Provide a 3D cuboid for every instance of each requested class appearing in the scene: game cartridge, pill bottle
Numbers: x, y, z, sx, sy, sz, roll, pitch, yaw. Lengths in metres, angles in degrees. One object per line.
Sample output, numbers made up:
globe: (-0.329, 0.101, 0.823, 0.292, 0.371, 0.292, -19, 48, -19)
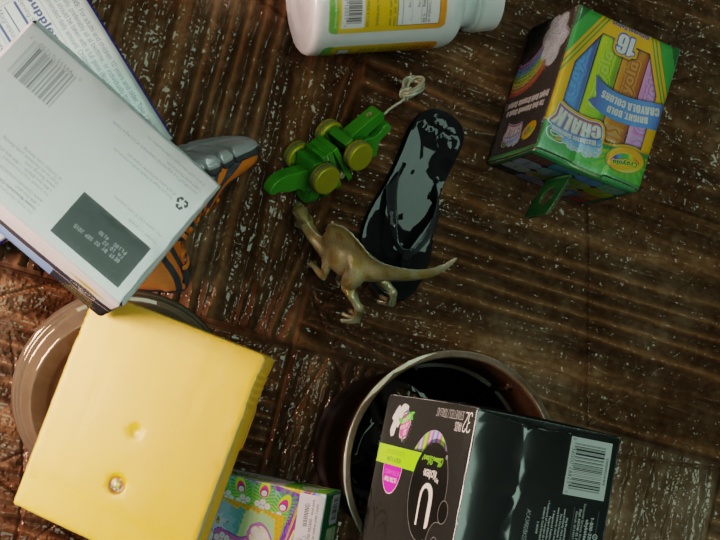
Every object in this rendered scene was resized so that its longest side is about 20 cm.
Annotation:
game cartridge: (-0.185, 0.138, 1.151, 0.176, 0.032, 0.201, 20, 86, 19)
pill bottle: (0.035, -0.271, 1.318, 0.199, 0.111, 0.112, -6, 89, -18)

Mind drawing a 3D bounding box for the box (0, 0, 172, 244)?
box: (-0.304, -0.141, 1.210, 0.200, 0.105, 0.184, -33, 97, -15)

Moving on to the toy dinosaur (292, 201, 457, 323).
toy dinosaur: (0.000, 0.000, 1.279, 0.058, 0.200, 0.101, -42, 140, -31)

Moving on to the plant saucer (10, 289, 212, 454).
plant saucer: (-0.217, 0.116, 1.234, 0.199, 0.029, 0.201, -5, 108, -15)

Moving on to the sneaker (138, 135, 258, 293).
sneaker: (-0.172, -0.048, 1.270, 0.200, 0.077, 0.112, -30, 117, -29)

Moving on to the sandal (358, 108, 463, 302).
sandal: (0.050, -0.069, 1.348, 0.076, 0.043, 0.201, 18, 82, -16)

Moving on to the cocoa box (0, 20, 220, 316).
cocoa box: (-0.239, -0.076, 1.100, 0.200, 0.131, 0.133, 41, 74, -9)

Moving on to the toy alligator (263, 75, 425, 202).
toy alligator: (-0.009, -0.120, 1.331, 0.200, 0.059, 0.054, -36, 140, -18)

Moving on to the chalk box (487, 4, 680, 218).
chalk box: (0.218, -0.143, 1.363, 0.124, 0.125, 0.201, 20, 83, -15)

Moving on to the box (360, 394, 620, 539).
box: (0.094, 0.183, 1.062, 0.124, 0.200, 0.149, 13, 83, -17)

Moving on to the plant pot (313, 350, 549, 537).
plant pot: (0.052, 0.172, 1.257, 0.199, 0.198, 0.201, 1, 88, -17)

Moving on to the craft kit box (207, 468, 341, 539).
craft kit box: (-0.127, 0.268, 1.159, 0.197, 0.048, 0.201, 8, 90, 20)
